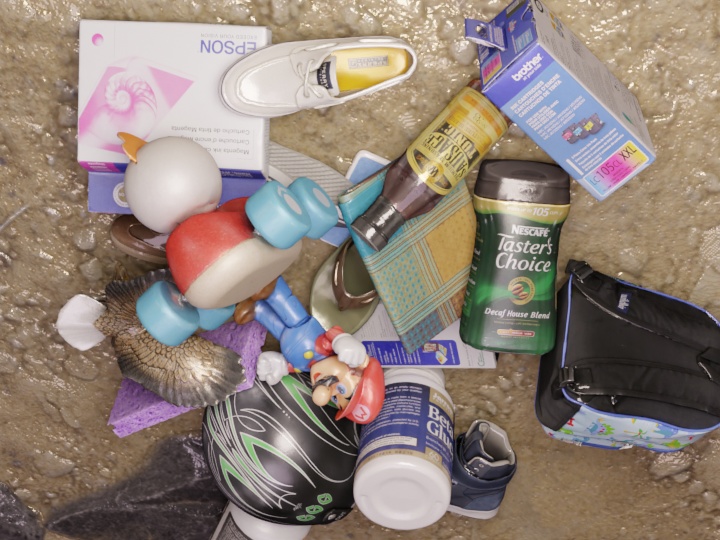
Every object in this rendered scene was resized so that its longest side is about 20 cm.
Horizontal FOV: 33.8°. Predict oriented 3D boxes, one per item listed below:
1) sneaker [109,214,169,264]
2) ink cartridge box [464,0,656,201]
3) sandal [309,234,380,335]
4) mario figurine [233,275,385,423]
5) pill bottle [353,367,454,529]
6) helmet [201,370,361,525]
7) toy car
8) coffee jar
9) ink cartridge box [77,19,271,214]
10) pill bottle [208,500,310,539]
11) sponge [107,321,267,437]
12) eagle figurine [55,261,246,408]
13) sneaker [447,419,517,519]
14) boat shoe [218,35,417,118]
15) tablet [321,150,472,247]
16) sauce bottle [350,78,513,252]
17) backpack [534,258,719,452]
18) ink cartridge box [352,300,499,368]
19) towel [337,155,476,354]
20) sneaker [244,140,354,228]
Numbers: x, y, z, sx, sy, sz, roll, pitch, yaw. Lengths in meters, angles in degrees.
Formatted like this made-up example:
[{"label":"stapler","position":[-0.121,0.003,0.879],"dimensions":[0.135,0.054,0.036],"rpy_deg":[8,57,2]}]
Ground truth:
[{"label":"sneaker","position":[-0.178,-0.050,1.323],"dimensions":[0.199,0.071,0.076],"rpy_deg":[8,132,-10]},{"label":"ink cartridge box","position":[0.184,-0.179,1.134],"dimensions":[0.076,0.137,0.200],"rpy_deg":[-39,113,24]},{"label":"sandal","position":[0.000,-0.001,1.312],"dimensions":[0.080,0.057,0.201],"rpy_deg":[37,121,4]},{"label":"mario figurine","position":[-0.060,0.096,1.303],"dimensions":[0.200,0.123,0.106],"rpy_deg":[42,84,9]},{"label":"pill bottle","position":[0.055,0.193,1.385],"dimensions":[0.110,0.200,0.112],"rpy_deg":[3,127,4]},{"label":"helmet","position":[-0.097,0.204,1.429],"dimensions":[0.190,0.201,0.200],"rpy_deg":[31,125,-29]},{"label":"toy car","position":[-0.160,-0.065,1.162],"dimensions":[0.184,0.177,0.200],"rpy_deg":[-40,85,17]},{"label":"coffee jar","position":[0.164,-0.016,1.250],"dimensions":[0.104,0.085,0.201],"rpy_deg":[4,101,0]},{"label":"ink cartridge box","position":[-0.191,-0.153,1.214],"dimensions":[0.195,0.043,0.201],"rpy_deg":[3,97,5]},{"label":"pill bottle","position":[-0.131,0.343,1.575],"dimensions":[0.116,0.117,0.200],"rpy_deg":[22,127,-8]},{"label":"sponge","position":[-0.208,0.125,1.429],"dimensions":[0.199,0.112,0.030],"rpy_deg":[-23,122,23]},{"label":"eagle figurine","position":[-0.230,0.056,1.348],"dimensions":[0.200,0.151,0.152],"rpy_deg":[21,169,47]},{"label":"sneaker","position":[0.097,0.242,1.484],"dimensions":[0.201,0.077,0.147],"rpy_deg":[7,139,-9]},{"label":"boat shoe","position":[-0.040,-0.191,1.158],"dimensions":[0.199,0.070,0.071],"rpy_deg":[-9,101,-9]},{"label":"tablet","position":[0.064,-0.048,1.325],"dimensions":[0.199,0.014,0.130],"rpy_deg":[22,126,-9]},{"label":"sauce bottle","position":[0.072,-0.103,1.192],"dimensions":[0.066,0.066,0.200],"rpy_deg":[43,85,-22]},{"label":"backpack","position":[0.298,0.111,1.310],"dimensions":[0.199,0.184,0.147],"rpy_deg":[14,150,-5]},{"label":"ink cartridge box","position":[0.058,0.067,1.385],"dimensions":[0.199,0.039,0.100],"rpy_deg":[-1,126,18]},{"label":"towel","position":[0.067,-0.029,1.261],"dimensions":[0.146,0.022,0.201],"rpy_deg":[-34,117,-19]},{"label":"sneaker","position":[-0.089,-0.087,1.279],"dimensions":[0.199,0.078,0.080],"rpy_deg":[28,121,2]}]
